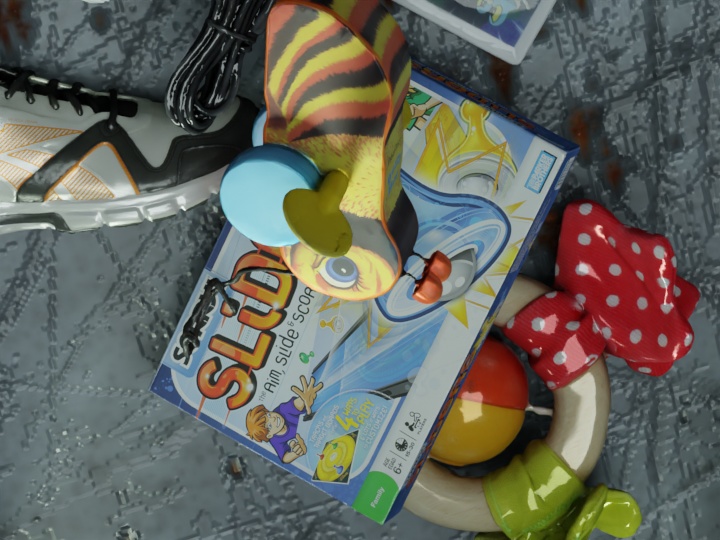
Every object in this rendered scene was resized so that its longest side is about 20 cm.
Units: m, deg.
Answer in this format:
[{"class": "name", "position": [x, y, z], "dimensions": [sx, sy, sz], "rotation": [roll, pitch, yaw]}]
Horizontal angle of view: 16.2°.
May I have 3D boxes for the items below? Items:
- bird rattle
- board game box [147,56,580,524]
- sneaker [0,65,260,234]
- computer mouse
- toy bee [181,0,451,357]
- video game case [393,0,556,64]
[{"class": "bird rattle", "position": [0.076, 0.061, 1.238], "dimensions": [0.162, 0.113, 0.201], "rotation": [10, 104, 4]}, {"class": "board game box", "position": [0.000, 0.000, 1.204], "dimensions": [0.135, 0.034, 0.201], "rotation": [28, 104, 11]}, {"class": "sneaker", "position": [-0.143, -0.059, 1.169], "dimensions": [0.199, 0.074, 0.081], "rotation": [-11, 108, -6]}, {"class": "computer mouse", "position": [-0.124, -0.150, 1.081], "dimensions": [0.199, 0.044, 0.110], "rotation": [29, 109, -9]}, {"class": "toy bee", "position": [-0.004, -0.036, 1.131], "dimensions": [0.108, 0.131, 0.200], "rotation": [19, 148, 3]}, {"class": "video game case", "position": [0.034, -0.218, 1.172], "dimensions": [0.199, 0.023, 0.183], "rotation": [26, 102, -18]}]
